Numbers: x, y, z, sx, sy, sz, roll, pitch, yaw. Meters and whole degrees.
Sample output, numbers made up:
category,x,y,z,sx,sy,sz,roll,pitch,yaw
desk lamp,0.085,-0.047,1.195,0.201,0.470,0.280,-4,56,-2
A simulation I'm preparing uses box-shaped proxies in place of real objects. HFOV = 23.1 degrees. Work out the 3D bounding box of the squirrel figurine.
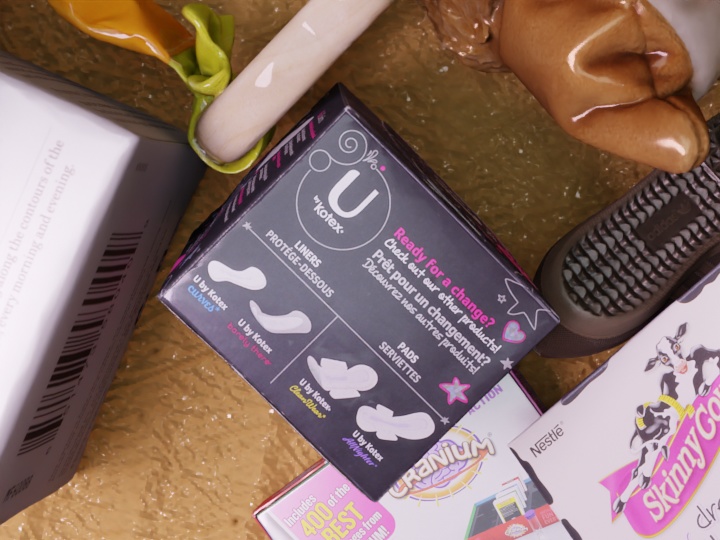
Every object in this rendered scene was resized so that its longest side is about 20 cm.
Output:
category,x,y,z,sx,sy,sz,roll,pitch,yaw
squirrel figurine,0.111,-0.175,0.809,0.200,0.141,0.187,21,129,31

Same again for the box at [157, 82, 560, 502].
category,x,y,z,sx,sy,sz,roll,pitch,yaw
box,0.000,0.000,0.806,0.132,0.200,0.115,44,96,-7

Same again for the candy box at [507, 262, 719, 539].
category,x,y,z,sx,sy,sz,roll,pitch,yaw
candy box,0.190,0.106,0.784,0.168,0.071,0.200,-45,71,31

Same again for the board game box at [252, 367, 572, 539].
category,x,y,z,sx,sy,sz,roll,pitch,yaw
board game box,0.065,0.157,0.892,0.153,0.040,0.200,-36,88,6

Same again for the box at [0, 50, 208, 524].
category,x,y,z,sx,sy,sz,roll,pitch,yaw
box,-0.196,-0.006,0.833,0.171,0.200,0.199,24,94,3

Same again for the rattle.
category,x,y,z,sx,sy,sz,roll,pitch,yaw
rattle,-0.035,-0.148,0.793,0.143,0.130,0.200,55,139,6

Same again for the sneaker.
category,x,y,z,sx,sy,sz,roll,pitch,yaw
sneaker,0.156,-0.021,0.854,0.200,0.076,0.071,-26,78,-25
